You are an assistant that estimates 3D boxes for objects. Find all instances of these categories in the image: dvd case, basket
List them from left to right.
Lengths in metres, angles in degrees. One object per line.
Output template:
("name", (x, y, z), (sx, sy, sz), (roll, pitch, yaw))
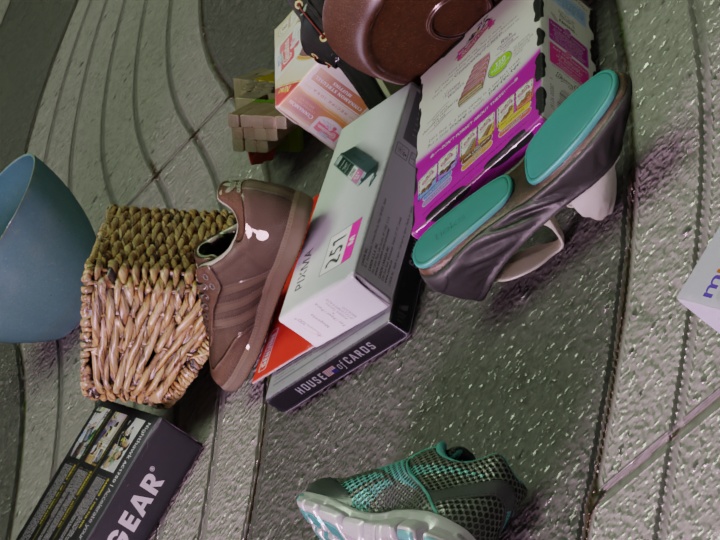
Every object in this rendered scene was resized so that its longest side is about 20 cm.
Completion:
("basket", (-0.155, 0.037, 1.715), (0.200, 0.147, 0.144), (-92, 5, -72))
("dvd case", (0.000, 0.000, 1.544), (0.150, 0.025, 0.201), (-34, 30, 40))

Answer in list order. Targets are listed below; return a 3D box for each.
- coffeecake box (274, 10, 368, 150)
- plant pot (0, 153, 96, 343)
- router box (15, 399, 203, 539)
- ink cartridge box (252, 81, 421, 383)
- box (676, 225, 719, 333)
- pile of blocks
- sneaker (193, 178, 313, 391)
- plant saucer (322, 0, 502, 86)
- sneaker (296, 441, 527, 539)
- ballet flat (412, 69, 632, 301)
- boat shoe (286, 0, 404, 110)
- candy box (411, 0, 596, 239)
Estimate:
("coffeecake box", (0.012, -0.229, 1.781), (0.200, 0.073, 0.154), (-46, 25, 23))
("plant pot", (-0.348, -0.002, 2.109), (0.200, 0.134, 0.201), (-44, 24, 25))
("router box", (-0.225, 0.210, 1.666), (0.201, 0.051, 0.149), (-60, 24, -12))
("ink cartridge box", (-0.022, -0.029, 1.541), (0.173, 0.043, 0.201), (-30, 33, 43))
("box", (0.273, -0.033, 0.939), (0.201, 0.096, 0.176), (-58, 24, -5))
("pile of blocks", (-0.079, -0.138, 1.878), (0.200, 0.081, 0.063), (-96, 2, -71))
("sneaker", (-0.096, 0.006, 1.554), (0.071, 0.075, 0.201), (-75, 7, -52))
("plant saucer", (0.070, -0.201, 1.501), (0.200, 0.199, 0.035), (-42, 54, 29))
("sneaker", (0.035, 0.146, 1.227), (0.091, 0.078, 0.199), (-46, 21, -21))
("ballet flat", (0.120, -0.050, 1.308), (0.200, 0.068, 0.068), (-41, 27, 29))
("boat shoe", (-0.015, -0.199, 1.668), (0.063, 0.202, 0.074), (-34, -11, 23))
("candy box", (0.104, -0.109, 1.437), (0.136, 0.061, 0.201), (-41, 26, 31))
